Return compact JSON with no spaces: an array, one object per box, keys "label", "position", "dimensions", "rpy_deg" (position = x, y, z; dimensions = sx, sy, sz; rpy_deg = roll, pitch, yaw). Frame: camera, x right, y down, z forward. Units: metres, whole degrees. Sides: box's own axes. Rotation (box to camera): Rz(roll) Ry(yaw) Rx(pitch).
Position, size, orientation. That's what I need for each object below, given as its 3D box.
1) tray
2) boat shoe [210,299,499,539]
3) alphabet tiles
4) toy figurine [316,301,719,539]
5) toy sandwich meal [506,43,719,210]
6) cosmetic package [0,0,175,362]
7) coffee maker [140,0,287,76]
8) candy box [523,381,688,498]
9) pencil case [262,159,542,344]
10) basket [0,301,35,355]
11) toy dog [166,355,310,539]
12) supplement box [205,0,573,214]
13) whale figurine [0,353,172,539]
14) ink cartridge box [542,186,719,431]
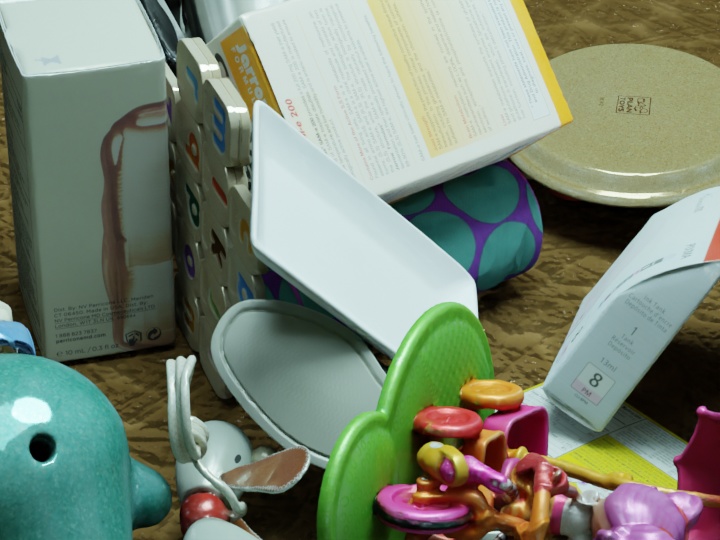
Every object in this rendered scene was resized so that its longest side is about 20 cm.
[{"label":"tray","position":[0.000,0.000,1.201],"dimensions":[0.022,0.200,0.108],"rpy_deg":[-29,42,27]},{"label":"boat shoe","position":[0.007,0.083,1.189],"dimensions":[0.199,0.074,0.060],"rpy_deg":[28,-7,-1]},{"label":"alphabet tiles","position":[-0.088,-0.030,1.276],"dimensions":[0.014,0.201,0.196],"rpy_deg":[-9,35,-20]},{"label":"toy figurine","position":[0.103,0.106,1.032],"dimensions":[0.183,0.152,0.200],"rpy_deg":[8,13,25]},{"label":"toy sandwich meal","position":[0.191,-0.087,1.499],"dimensions":[0.203,0.071,0.206],"rpy_deg":[-1,38,1]},{"label":"cosmetic package","position":[-0.165,-0.057,1.311],"dimensions":[0.087,0.201,0.104],"rpy_deg":[-9,36,-14]},{"label":"coffee maker","position":[-0.062,-0.108,1.444],"dimensions":[0.134,0.193,0.201],"rpy_deg":[-13,55,6]},{"label":"candy box","position":[0.156,0.123,1.215],"dimensions":[0.102,0.027,0.200],"rpy_deg":[-15,37,-40]},{"label":"pencil case","position":[0.015,-0.009,1.353],"dimensions":[0.199,0.085,0.093],"rpy_deg":[-21,65,-31]},{"label":"basket","position":[-0.254,0.085,1.166],"dimensions":[0.175,0.139,0.201],"rpy_deg":[-17,66,-25]},{"label":"toy dog","position":[-0.046,0.144,1.098],"dimensions":[0.095,0.132,0.201],"rpy_deg":[-3,54,-4]},{"label":"supplement box","position":[0.015,-0.108,1.303],"dimensions":[0.199,0.127,0.073],"rpy_deg":[-21,-3,-33]},{"label":"whale figurine","position":[-0.154,0.135,1.068],"dimensions":[0.158,0.104,0.201],"rpy_deg":[-21,78,-32]},{"label":"ink cartridge box","position":[0.189,-0.017,1.254],"dimensions":[0.057,0.201,0.163],"rpy_deg":[33,23,3]}]
